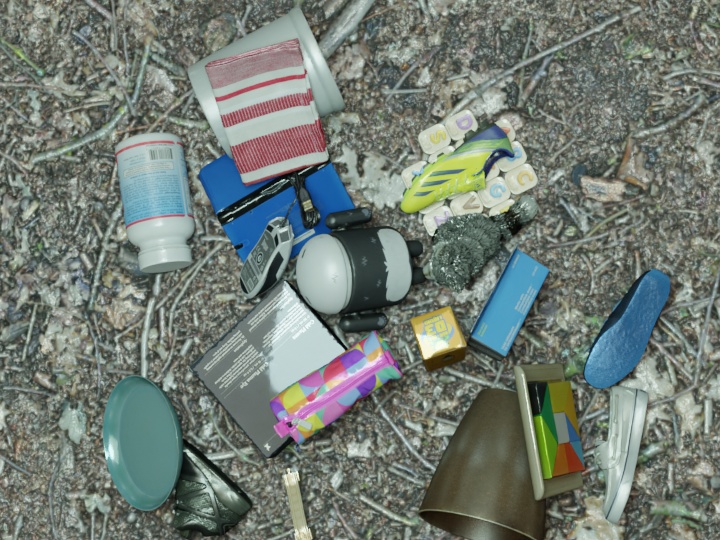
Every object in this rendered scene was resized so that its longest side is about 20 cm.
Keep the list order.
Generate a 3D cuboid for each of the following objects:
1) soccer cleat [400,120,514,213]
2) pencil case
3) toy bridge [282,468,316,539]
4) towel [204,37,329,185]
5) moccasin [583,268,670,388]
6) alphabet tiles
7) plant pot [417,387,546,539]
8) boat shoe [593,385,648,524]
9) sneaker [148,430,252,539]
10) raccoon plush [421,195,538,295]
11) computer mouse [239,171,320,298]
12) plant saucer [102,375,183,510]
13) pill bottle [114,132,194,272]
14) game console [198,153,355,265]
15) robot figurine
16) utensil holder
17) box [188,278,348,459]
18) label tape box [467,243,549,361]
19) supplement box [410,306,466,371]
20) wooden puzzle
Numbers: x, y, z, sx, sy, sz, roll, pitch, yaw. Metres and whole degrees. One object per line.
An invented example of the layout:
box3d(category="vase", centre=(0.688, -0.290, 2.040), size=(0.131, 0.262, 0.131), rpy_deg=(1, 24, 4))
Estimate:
box3d(category="soccer cleat", centre=(0.150, -0.146, 1.755), size=(0.199, 0.065, 0.084), rpy_deg=(-39, 83, 0))
box3d(category="pencil case", centre=(-0.036, 0.170, 1.626), size=(0.199, 0.088, 0.089), rpy_deg=(-35, 81, -2))
box3d(category="toy bridge", centre=(-0.083, 0.396, 1.709), size=(0.027, 0.067, 0.203), rpy_deg=(-17, 82, 2))
box3d(category="towel", centre=(-0.135, -0.231, 1.684), size=(0.142, 0.023, 0.202), rpy_deg=(-16, 121, -1))
box3d(category="moccasin", centre=(0.405, 0.093, 1.718), size=(0.080, 0.068, 0.201), rpy_deg=(37, 87, 0))
box3d(category="alphabet tiles", centre=(0.172, -0.147, 1.793), size=(0.193, 0.015, 0.202), rpy_deg=(-25, 81, 0))
box3d(category="plant pot", centre=(0.197, 0.283, 1.664), size=(0.184, 0.187, 0.203), rpy_deg=(14, 69, 6))
box3d(category="boat shoe", centre=(0.379, 0.271, 1.693), size=(0.065, 0.072, 0.203), rpy_deg=(13, 82, 10))
box3d(category="sneaker", centre=(-0.269, 0.328, 1.727), size=(0.199, 0.076, 0.114), rpy_deg=(43, 86, 7))
box3d(category="raccoon plush", centre=(0.176, -0.050, 1.701), size=(0.200, 0.134, 0.097), rpy_deg=(-44, 97, 9))
box3d(category="computer mouse", centre=(-0.122, -0.042, 1.735), size=(0.201, 0.043, 0.110), rpy_deg=(-57, 39, 22))
box3d(category="plant saucer", centre=(-0.324, 0.258, 1.715), size=(0.198, 0.027, 0.204), rpy_deg=(2, 93, 45))
box3d(category="pill bottle", centre=(-0.317, -0.104, 1.774), size=(0.107, 0.109, 0.203), rpy_deg=(-10, 81, 3))
box3d(category="game console", centre=(-0.132, -0.121, 1.809), size=(0.198, 0.118, 0.172), rpy_deg=(-29, 112, 0))
box3d(category="robot figurine", centre=(-0.001, -0.001, 1.714), size=(0.197, 0.126, 0.151), rpy_deg=(-8, 51, -27))
box3d(category="utensil holder", centre=(-0.145, -0.286, 1.760), size=(0.198, 0.170, 0.172), rpy_deg=(-26, 81, 3))
box3d(category="box", centre=(-0.123, 0.151, 1.727), size=(0.200, 0.104, 0.182), rpy_deg=(-42, 82, -2))
box3d(category="label tape box", centre=(0.216, 0.053, 1.668), size=(0.063, 0.200, 0.146), rpy_deg=(28, 85, 7))
box3d(category="supplement box", centre=(0.115, 0.102, 1.668), size=(0.066, 0.200, 0.070), rpy_deg=(-18, 81, 1))
box3d(category="wooden puzzle", centre=(0.279, 0.227, 1.642), size=(0.037, 0.199, 0.188), rpy_deg=(-13, 80, 26))
